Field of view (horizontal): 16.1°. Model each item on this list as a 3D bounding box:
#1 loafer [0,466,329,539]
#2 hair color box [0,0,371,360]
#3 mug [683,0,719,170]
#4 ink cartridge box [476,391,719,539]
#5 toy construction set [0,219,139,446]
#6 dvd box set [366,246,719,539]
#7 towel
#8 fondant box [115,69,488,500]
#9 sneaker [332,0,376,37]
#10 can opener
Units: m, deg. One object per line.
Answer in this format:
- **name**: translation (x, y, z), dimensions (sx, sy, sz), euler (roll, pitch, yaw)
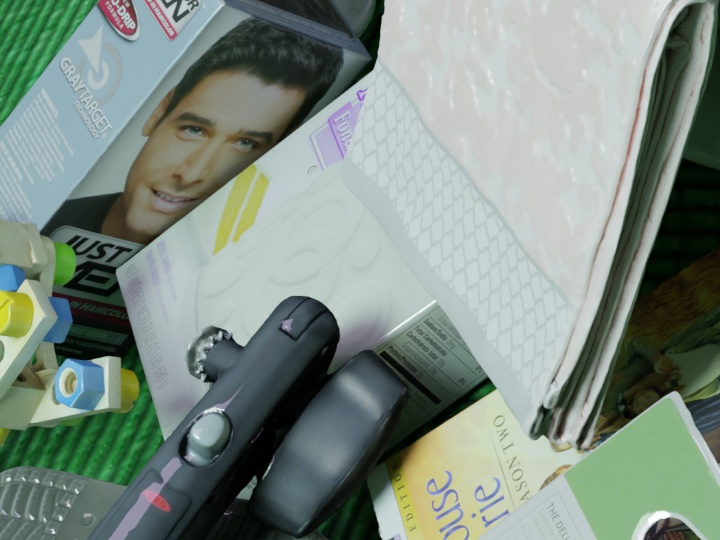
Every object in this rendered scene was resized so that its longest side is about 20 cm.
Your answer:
- **loafer**: translation (-0.072, 0.132, 1.023), dimensions (0.199, 0.070, 0.075), euler (16, 60, 32)
- **hair color box**: translation (-0.099, -0.052, 1.123), dimensions (0.200, 0.099, 0.061), euler (-49, 54, 22)
- **mug**: translation (0.184, -0.160, 0.980), dimensions (0.177, 0.133, 0.201), euler (-25, 39, 38)
- **ink cartridge box**: translation (0.063, 0.156, 0.854), dimensions (0.200, 0.048, 0.146), euler (-36, 50, 12)
- **toy construction set**: translation (-0.187, 0.048, 1.060), dimensions (0.200, 0.092, 0.131), euler (-34, 60, 20)
- **dvd box set**: translation (0.102, 0.081, 0.931), dimensions (0.200, 0.029, 0.147), euler (-33, 43, 17)
- **towel**: translation (0.054, -0.066, 0.921), dimensions (0.200, 0.032, 0.192), euler (-123, 39, -49)
- **fondant box**: translation (0.000, 0.000, 1.069), dimensions (0.200, 0.058, 0.145), euler (-36, 41, 12)
- **sneaker**: translation (-0.056, -0.147, 1.236), dimensions (0.099, 0.071, 0.200), euler (-38, 37, 18)
- **can opener**: translation (-0.069, 0.092, 0.959), dimensions (0.079, 0.063, 0.200), euler (36, 73, 25)
